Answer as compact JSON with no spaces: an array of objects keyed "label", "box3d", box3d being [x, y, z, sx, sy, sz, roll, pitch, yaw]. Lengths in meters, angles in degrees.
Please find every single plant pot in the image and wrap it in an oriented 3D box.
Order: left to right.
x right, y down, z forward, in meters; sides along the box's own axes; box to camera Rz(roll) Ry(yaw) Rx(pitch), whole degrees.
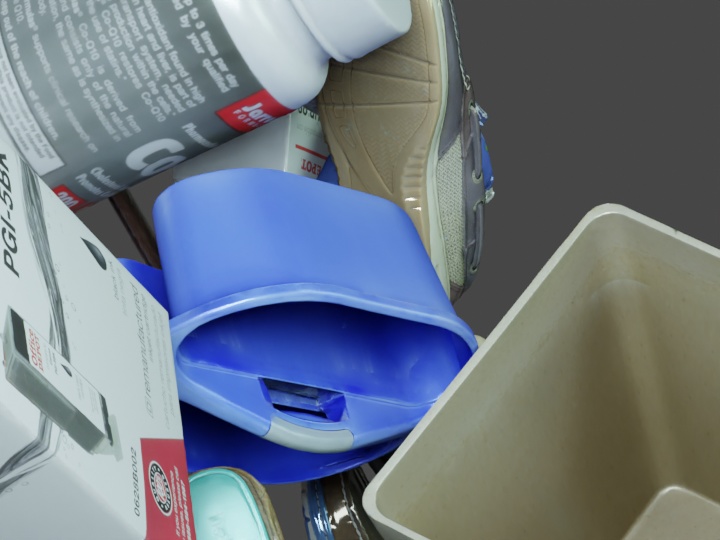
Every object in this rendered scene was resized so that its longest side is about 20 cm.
[{"label":"plant pot","box3d":[0.149,0.125,1.330,0.200,0.200,0.177,26,-27,30]}]

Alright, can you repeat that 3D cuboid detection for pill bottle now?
[{"label":"pill bottle","box3d":[-0.085,-0.109,1.289,0.114,0.200,0.114,58,17,-29]}]

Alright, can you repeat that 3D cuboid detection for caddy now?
[{"label":"caddy","box3d":[-0.038,0.037,1.307,0.200,0.141,0.105,13,47,-44]}]

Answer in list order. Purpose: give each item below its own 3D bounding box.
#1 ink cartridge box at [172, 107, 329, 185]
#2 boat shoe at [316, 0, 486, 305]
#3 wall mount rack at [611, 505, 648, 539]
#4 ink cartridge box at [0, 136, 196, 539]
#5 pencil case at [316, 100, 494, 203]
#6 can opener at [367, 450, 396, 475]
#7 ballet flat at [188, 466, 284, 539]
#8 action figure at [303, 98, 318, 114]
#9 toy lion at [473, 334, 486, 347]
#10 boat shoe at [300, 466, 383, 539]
[{"label":"ink cartridge box","box3d":[-0.045,-0.096,1.522,0.116,0.066,0.201,18,75,-70]},{"label":"boat shoe","box3d":[0.026,-0.067,1.384,0.065,0.072,0.201,-35,127,-48]},{"label":"wall mount rack","box3d":[0.118,0.186,1.476,0.075,0.173,0.201,2,-83,61]},{"label":"ink cartridge box","box3d":[-0.147,0.034,1.083,0.200,0.083,0.147,50,22,-48]},{"label":"pencil case","box3d":[0.000,0.000,1.465,0.087,0.200,0.078,27,-20,2]},{"label":"can opener","box3d":[0.007,0.065,1.505,0.079,0.063,0.200,39,0,-38]},{"label":"ballet flat","box3d":[-0.043,0.186,1.285,0.072,0.068,0.200,80,-11,-65]},{"label":"action figure","box3d":[-0.025,-0.168,1.414,0.104,0.200,0.194,13,-51,55]},{"label":"toy lion","box3d":[0.123,0.105,1.577,0.200,0.191,0.069,92,-22,-48]},{"label":"boat shoe","box3d":[0.035,0.180,1.518,0.200,0.072,0.072,64,15,-9]}]
